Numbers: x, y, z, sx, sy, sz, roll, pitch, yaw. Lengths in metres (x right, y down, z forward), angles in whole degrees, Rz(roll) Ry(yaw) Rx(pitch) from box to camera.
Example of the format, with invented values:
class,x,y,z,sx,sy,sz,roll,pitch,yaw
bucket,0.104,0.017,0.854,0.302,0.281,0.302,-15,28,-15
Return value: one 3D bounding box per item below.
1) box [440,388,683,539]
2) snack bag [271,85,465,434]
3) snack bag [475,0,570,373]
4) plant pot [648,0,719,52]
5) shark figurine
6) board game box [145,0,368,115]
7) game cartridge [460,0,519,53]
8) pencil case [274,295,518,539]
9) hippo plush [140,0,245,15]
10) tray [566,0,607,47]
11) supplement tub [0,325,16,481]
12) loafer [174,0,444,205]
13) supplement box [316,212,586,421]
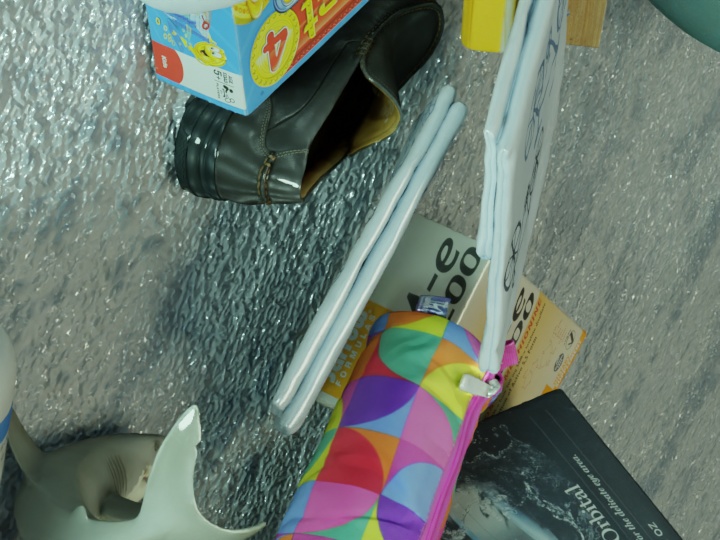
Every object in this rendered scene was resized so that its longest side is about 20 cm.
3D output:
class,x,y,z,sx,sy,sz,roll,pitch,yaw
box,0.083,0.201,1.327,0.199,0.197,0.118,-20,148,-32
snack bag,0.000,0.000,1.227,0.189,0.021,0.200,-62,180,-5
snack bag,0.085,-0.075,1.207,0.200,0.021,0.189,89,14,-55
plant pot,0.238,-0.219,1.425,0.134,0.200,0.201,-2,119,-23
shark figurine,-0.135,0.097,1.067,0.128,0.214,0.090,-25,98,-14
board game box,-0.025,-0.208,1.062,0.200,0.056,0.196,-47,148,-33
game cartridge,0.081,-0.243,1.179,0.177,0.032,0.201,-74,168,-45
pencil case,0.014,0.111,1.222,0.089,0.088,0.200,78,30,-50
hippo plush,-0.073,-0.159,0.856,0.161,0.159,0.201,32,81,-40
tray,0.130,-0.238,1.297,0.099,0.037,0.201,-89,-174,-61
supplement tub,-0.210,0.109,0.901,0.132,0.132,0.201,-23,130,-54
loafer,-0.008,-0.085,1.176,0.200,0.072,0.073,-43,144,-40
supplement box,0.057,0.056,1.412,0.126,0.073,0.200,-63,153,-5
